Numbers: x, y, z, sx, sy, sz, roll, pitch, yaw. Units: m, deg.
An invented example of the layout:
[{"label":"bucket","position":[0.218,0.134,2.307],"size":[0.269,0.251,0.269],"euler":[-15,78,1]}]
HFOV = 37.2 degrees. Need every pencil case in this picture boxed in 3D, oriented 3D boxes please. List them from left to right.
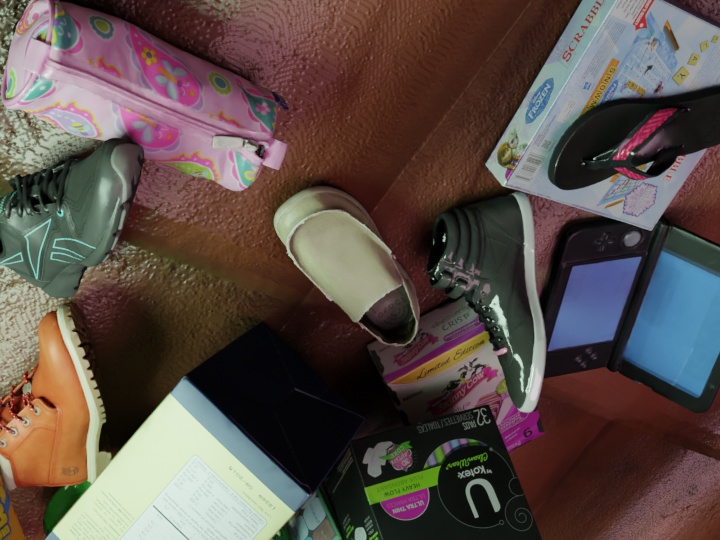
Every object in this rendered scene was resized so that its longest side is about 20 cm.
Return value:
[{"label":"pencil case","position":[-0.149,-0.121,0.757],"size":[0.199,0.088,0.088],"euler":[20,116,-36]}]

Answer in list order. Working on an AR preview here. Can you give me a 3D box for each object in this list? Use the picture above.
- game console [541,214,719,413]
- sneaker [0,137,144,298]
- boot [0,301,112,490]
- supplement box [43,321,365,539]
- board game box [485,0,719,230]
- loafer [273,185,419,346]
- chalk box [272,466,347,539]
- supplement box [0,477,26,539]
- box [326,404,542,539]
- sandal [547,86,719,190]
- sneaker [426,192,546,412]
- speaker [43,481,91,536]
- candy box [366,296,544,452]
[{"label":"game console","position":[0.284,0.055,1.097],"size":[0.174,0.117,0.201],"euler":[-7,129,-22]},{"label":"sneaker","position":[-0.215,-0.038,0.762],"size":[0.079,0.076,0.200],"euler":[25,144,-22]},{"label":"boot","position":[-0.268,0.114,0.901],"size":[0.106,0.075,0.201],"euler":[-6,130,-16]},{"label":"supplement box","position":[-0.126,0.178,0.912],"size":[0.134,0.200,0.200],"euler":[43,105,3]},{"label":"board game box","position":[0.242,-0.145,0.964],"size":[0.198,0.041,0.201],"euler":[13,119,-34]},{"label":"loafer","position":[0.000,0.000,0.942],"size":[0.076,0.068,0.200],"euler":[-40,133,8]},{"label":"chalk box","position":[-0.041,0.289,1.120],"size":[0.199,0.125,0.124],"euler":[29,110,-39]},{"label":"supplement box","position":[-0.327,0.232,0.897],"size":[0.068,0.067,0.201],"euler":[-14,103,22]},{"label":"box","position":[0.074,0.251,0.988],"size":[0.147,0.201,0.125],"euler":[-12,156,-18]},{"label":"sandal","position":[0.257,-0.114,0.936],"size":[0.198,0.045,0.076],"euler":[-16,132,-14]},{"label":"sneaker","position":[0.111,0.031,0.977],"size":[0.098,0.071,0.202],"euler":[-4,85,-12]},{"label":"speaker","position":[-0.225,0.280,1.046],"size":[0.088,0.089,0.201],"euler":[-30,134,-1]},{"label":"candy box","position":[0.103,0.125,1.101],"size":[0.136,0.061,0.201],"euler":[-28,133,-3]}]
